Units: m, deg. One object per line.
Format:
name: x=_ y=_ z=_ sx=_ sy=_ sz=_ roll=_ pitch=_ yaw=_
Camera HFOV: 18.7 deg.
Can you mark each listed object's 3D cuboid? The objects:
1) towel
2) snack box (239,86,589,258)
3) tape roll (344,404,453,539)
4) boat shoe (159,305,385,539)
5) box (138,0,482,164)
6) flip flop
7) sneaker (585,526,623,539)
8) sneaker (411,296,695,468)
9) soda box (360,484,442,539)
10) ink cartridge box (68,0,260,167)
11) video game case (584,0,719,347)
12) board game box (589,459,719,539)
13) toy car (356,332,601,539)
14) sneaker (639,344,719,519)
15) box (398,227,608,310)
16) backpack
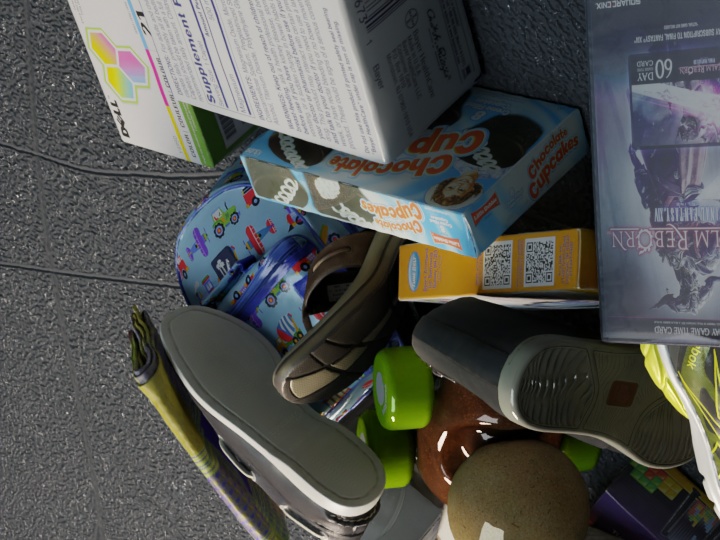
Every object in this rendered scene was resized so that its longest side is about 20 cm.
towel: x=-0.101 y=0.122 z=1.530 sx=0.201 sy=0.023 sz=0.144 roll=55 pitch=-179 yaw=-17
snack box: x=0.032 y=-0.074 z=1.379 sx=0.199 sy=0.116 sz=0.037 roll=16 pitch=138 yaw=42
tape roll: x=0.039 y=0.189 z=1.709 sx=0.202 sy=0.037 sz=0.204 roll=34 pitch=151 yaw=22
boat shoe: x=-0.063 y=0.104 z=1.465 sx=0.200 sy=0.074 sz=0.061 roll=39 pitch=141 yaw=19
box: x=-0.045 y=-0.186 z=1.360 sx=0.199 sy=0.105 sz=0.185 roll=19 pitch=140 yaw=39
flip flop: x=0.000 y=0.000 z=1.425 sx=0.057 sy=0.201 sz=0.081 roll=25 pitch=163 yaw=22
sneaker: x=0.184 y=0.244 z=1.463 sx=0.199 sy=0.074 sz=0.083 roll=30 pitch=118 yaw=27
sneaker: x=0.130 y=0.059 z=1.324 sx=0.199 sy=0.075 sz=0.106 roll=18 pitch=-174 yaw=-42
soda box: x=-0.034 y=0.150 z=1.639 sx=0.200 sy=0.063 sz=0.068 roll=40 pitch=162 yaw=13
ink cartridge box: x=-0.169 y=-0.170 z=1.570 sx=0.199 sy=0.076 sz=0.149 roll=17 pitch=138 yaw=40
video game case: x=0.181 y=-0.059 z=1.199 sx=0.142 sy=0.019 sz=0.202 roll=1 pitch=94 yaw=52
board game box: x=0.234 y=0.237 z=1.539 sx=0.200 sy=0.057 sz=0.166 roll=42 pitch=151 yaw=11
toy car: x=0.098 y=0.155 z=1.425 sx=0.158 sy=0.163 sz=0.201 roll=104 pitch=159 yaw=-56
sneaker: x=0.234 y=0.095 z=1.257 sx=0.201 sy=0.074 sz=0.084 roll=53 pitch=158 yaw=-19
box: x=0.114 y=0.001 z=1.363 sx=0.199 sy=0.118 sz=0.042 roll=-1 pitch=85 yaw=54
backpack: x=-0.049 y=0.009 z=1.546 sx=0.201 sy=0.134 sz=0.182 roll=53 pitch=131 yaw=6
